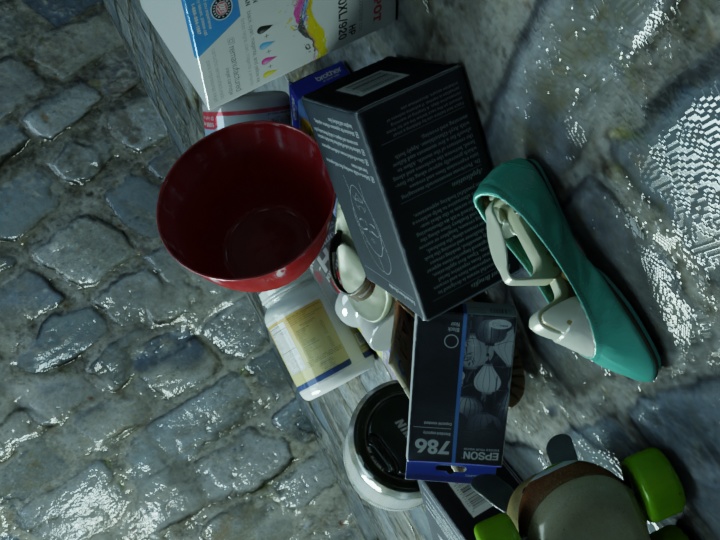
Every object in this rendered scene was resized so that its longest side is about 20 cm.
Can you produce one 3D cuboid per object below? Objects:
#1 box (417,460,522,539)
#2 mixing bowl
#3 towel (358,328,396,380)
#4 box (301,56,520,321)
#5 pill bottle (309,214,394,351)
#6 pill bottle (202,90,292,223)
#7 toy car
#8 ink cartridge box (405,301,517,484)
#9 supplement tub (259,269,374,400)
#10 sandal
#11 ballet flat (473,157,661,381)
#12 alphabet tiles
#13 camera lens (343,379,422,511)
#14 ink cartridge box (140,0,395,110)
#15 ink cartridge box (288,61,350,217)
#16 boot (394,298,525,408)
[{"bbox_3d":[0.161,0.339,1.187,0.148,0.103,0.202,49,161,46],"label":"box"},{"bbox_3d":[-0.114,-0.052,1.025,0.201,0.199,0.109,56,171,30],"label":"mixing bowl"},{"bbox_3d":[0.038,0.115,1.427,0.201,0.023,0.144,56,164,31],"label":"towel"},{"bbox_3d":[0.045,-0.081,0.853,0.148,0.106,0.202,35,148,63],"label":"box"},{"bbox_3d":[0.000,0.000,1.168,0.201,0.110,0.111,56,165,31],"label":"pill bottle"},{"bbox_3d":[-0.132,-0.116,1.143,0.109,0.107,0.203,-150,54,-67],"label":"pill bottle"},{"bbox_3d":[0.173,0.209,0.817,0.200,0.162,0.159,-120,8,-68],"label":"toy car"},{"bbox_3d":[0.097,0.130,0.913,0.039,0.098,0.203,-82,-6,-71],"label":"ink cartridge box"},{"bbox_3d":[-0.077,0.104,1.583,0.202,0.143,0.144,63,167,4],"label":"supplement tub"},{"bbox_3d":[-0.008,-0.008,1.012,0.079,0.057,0.202,31,153,26],"label":"sandal"},{"bbox_3d":[0.147,0.009,0.705,0.202,0.070,0.067,60,166,14],"label":"ballet flat"},{"bbox_3d":[0.078,0.106,1.037,0.168,0.007,0.201,59,-160,-24],"label":"alphabet tiles"},{"bbox_3d":[0.057,0.252,1.309,0.161,0.159,0.200,60,166,17],"label":"camera lens"},{"bbox_3d":[-0.085,-0.271,0.798,0.145,0.198,0.148,55,164,24],"label":"ink cartridge box"},{"bbox_3d":[-0.019,-0.139,1.064,0.201,0.076,0.137,60,166,25],"label":"ink cartridge box"},{"bbox_3d":[0.109,0.064,0.993,0.201,0.075,0.107,53,-176,18],"label":"boot"}]
